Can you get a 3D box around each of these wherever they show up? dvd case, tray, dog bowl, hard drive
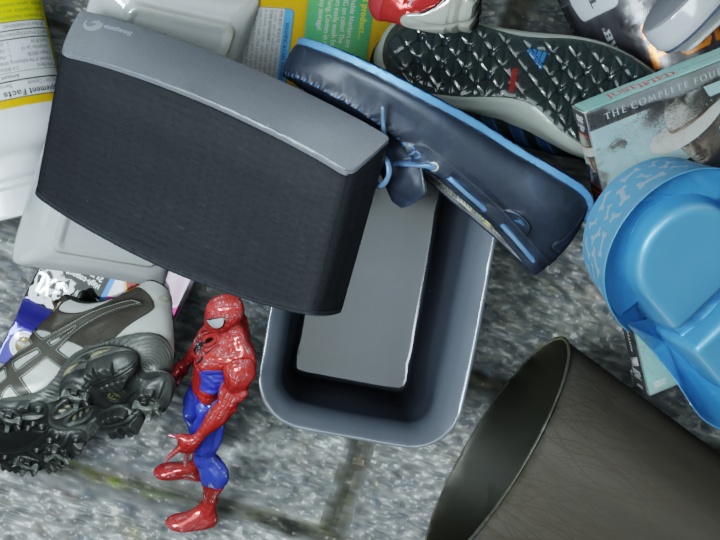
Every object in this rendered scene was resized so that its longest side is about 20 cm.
[{"bbox_3d":[0.216,-0.035,1.352,0.146,0.022,0.200,-21,116,-11],"label":"dvd case"},{"bbox_3d":[-0.135,-0.083,1.354,0.107,0.022,0.200,9,110,-31],"label":"tray"},{"bbox_3d":[0.206,0.010,1.319,0.111,0.050,0.200,-44,125,0],"label":"dog bowl"},{"bbox_3d":[-0.092,-0.056,1.278,0.200,0.042,0.135,23,121,12],"label":"hard drive"}]

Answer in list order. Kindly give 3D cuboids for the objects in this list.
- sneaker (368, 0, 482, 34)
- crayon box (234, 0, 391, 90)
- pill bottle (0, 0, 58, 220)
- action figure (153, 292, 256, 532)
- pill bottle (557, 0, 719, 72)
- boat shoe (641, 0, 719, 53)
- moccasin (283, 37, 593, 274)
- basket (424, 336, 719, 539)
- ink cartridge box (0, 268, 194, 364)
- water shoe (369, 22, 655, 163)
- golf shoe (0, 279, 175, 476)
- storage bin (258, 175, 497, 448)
[{"bbox_3d":[0.031,-0.233,1.328,0.085,0.077,0.200,1,61,-5],"label":"sneaker"},{"bbox_3d":[-0.056,-0.166,1.391,0.200,0.052,0.126,3,121,-9],"label":"crayon box"},{"bbox_3d":[-0.243,-0.129,1.387,0.104,0.104,0.200,-13,92,-3],"label":"pill bottle"},{"bbox_3d":[-0.096,0.082,1.360,0.052,0.200,0.065,2,48,-17],"label":"action figure"},{"bbox_3d":[0.191,-0.154,1.410,0.106,0.106,0.200,-26,93,-2],"label":"pill bottle"},{"bbox_3d":[0.247,-0.179,1.344,0.200,0.074,0.065,-42,97,-31],"label":"boat shoe"},{"bbox_3d":[0.039,-0.064,1.284,0.200,0.080,0.068,30,94,-3],"label":"moccasin"},{"bbox_3d":[0.169,0.160,1.404,0.200,0.136,0.180,29,123,-10],"label":"basket"},{"bbox_3d":[-0.151,-0.010,1.431,0.095,0.037,0.200,27,92,-4],"label":"ink cartridge box"},{"bbox_3d":[0.103,-0.109,1.367,0.200,0.079,0.072,19,78,-6],"label":"water shoe"},{"bbox_3d":[-0.186,0.067,1.393,0.078,0.200,0.095,42,44,-36],"label":"golf shoe"},{"bbox_3d":[0.000,0.000,1.389,0.145,0.134,0.200,10,90,-4],"label":"storage bin"}]
